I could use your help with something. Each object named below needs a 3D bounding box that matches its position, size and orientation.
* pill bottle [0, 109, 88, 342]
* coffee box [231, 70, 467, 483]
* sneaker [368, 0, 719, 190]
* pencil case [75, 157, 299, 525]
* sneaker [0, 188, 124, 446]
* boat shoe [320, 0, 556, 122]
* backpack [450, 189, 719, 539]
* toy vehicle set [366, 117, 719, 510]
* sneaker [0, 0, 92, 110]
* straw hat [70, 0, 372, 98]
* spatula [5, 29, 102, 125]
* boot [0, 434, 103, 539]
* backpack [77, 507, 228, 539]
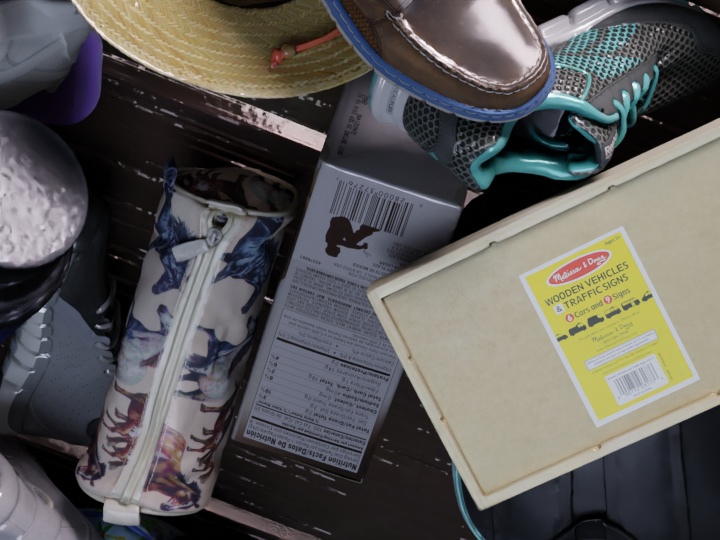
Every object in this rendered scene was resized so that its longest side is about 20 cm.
[{"bbox_3d":[-0.219,-0.010,1.250,0.112,0.112,0.200,35,149,-13],"label":"pill bottle"},{"bbox_3d":[0.000,0.000,1.274,0.080,0.113,0.200,18,128,-1],"label":"coffee box"},{"bbox_3d":[0.106,-0.080,1.160,0.200,0.091,0.078,-14,137,-27],"label":"sneaker"},{"bbox_3d":[-0.097,0.040,1.297,0.078,0.089,0.200,21,104,14],"label":"pencil case"},{"bbox_3d":[-0.140,0.036,1.365,0.115,0.075,0.200,19,137,-7],"label":"sneaker"},{"bbox_3d":[0.011,-0.148,1.087,0.200,0.072,0.072,42,163,11],"label":"boat shoe"},{"bbox_3d":[0.131,0.058,1.251,0.176,0.153,0.200,0,103,7],"label":"backpack"},{"bbox_3d":[0.119,0.021,1.151,0.200,0.027,0.124,-25,97,12],"label":"toy vehicle set"},{"bbox_3d":[-0.211,-0.107,1.197,0.075,0.200,0.100,44,127,26],"label":"sneaker"},{"bbox_3d":[-0.062,-0.168,1.179,0.201,0.201,0.085,21,170,-3],"label":"straw hat"},{"bbox_3d":[-0.240,-0.116,1.300,0.200,0.021,0.057,8,112,10],"label":"spatula"},{"bbox_3d":[-0.228,0.119,1.378,0.200,0.074,0.096,24,160,51],"label":"boot"},{"bbox_3d":[-0.170,0.209,1.444,0.200,0.154,0.163,-21,159,15],"label":"backpack"}]
